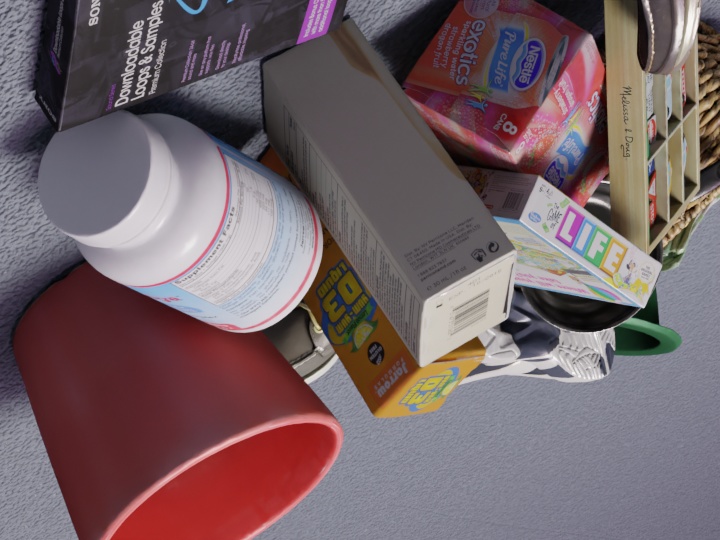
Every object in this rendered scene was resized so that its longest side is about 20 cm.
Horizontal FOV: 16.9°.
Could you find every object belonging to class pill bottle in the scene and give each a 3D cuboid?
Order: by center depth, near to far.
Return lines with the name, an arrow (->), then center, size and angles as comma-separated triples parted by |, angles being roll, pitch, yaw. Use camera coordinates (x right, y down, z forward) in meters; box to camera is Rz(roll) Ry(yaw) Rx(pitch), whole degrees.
pill bottle -> -0.114, -0.034, 1.527 | 0.109, 0.109, 0.200 | -39, 151, 13

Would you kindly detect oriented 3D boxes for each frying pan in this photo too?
frying pan -> 0.189, -0.042, 1.791 | 0.191, 0.115, 0.031 | -55, -162, 0

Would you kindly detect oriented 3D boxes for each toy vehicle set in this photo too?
toy vehicle set -> 0.203, -0.125, 1.685 | 0.124, 0.026, 0.201 | -46, 137, -54

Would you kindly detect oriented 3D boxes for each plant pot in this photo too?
plant pot -> -0.138, 0.091, 1.666 | 0.200, 0.178, 0.201 | -29, 157, -13

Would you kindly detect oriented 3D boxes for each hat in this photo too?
hat -> 0.212, -0.027, 2.111 | 0.199, 0.177, 0.166 | 9, 169, -8

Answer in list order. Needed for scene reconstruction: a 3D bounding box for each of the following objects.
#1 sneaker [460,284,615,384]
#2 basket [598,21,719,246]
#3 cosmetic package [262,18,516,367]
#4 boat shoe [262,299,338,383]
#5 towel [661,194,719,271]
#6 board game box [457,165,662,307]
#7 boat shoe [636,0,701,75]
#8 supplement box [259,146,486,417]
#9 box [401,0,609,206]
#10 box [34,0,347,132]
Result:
sneaker -> 0.097, 0.050, 1.858 | 0.129, 0.080, 0.198 | -6, 177, 40
basket -> 0.209, -0.109, 1.886 | 0.200, 0.149, 0.143 | -46, -172, 27
cosmetic package -> 0.017, -0.050, 1.559 | 0.071, 0.201, 0.105 | -28, 158, -13
boat shoe -> -0.021, 0.020, 1.823 | 0.201, 0.072, 0.060 | -37, 162, -9
towel -> 0.266, -0.059, 1.968 | 0.200, 0.023, 0.152 | -52, -171, -27
board game box -> 0.094, -0.029, 1.686 | 0.134, 0.199, 0.034 | 33, 76, -36
boat shoe -> 0.174, -0.220, 1.541 | 0.073, 0.075, 0.201 | -6, 115, -2
supplement box -> 0.000, 0.000, 1.638 | 0.069, 0.201, 0.067 | -7, 146, -48
box -> 0.109, -0.107, 1.672 | 0.103, 0.094, 0.200 | -54, 159, -8
box -> -0.090, -0.162, 1.406 | 0.199, 0.036, 0.143 | -22, 155, -23
